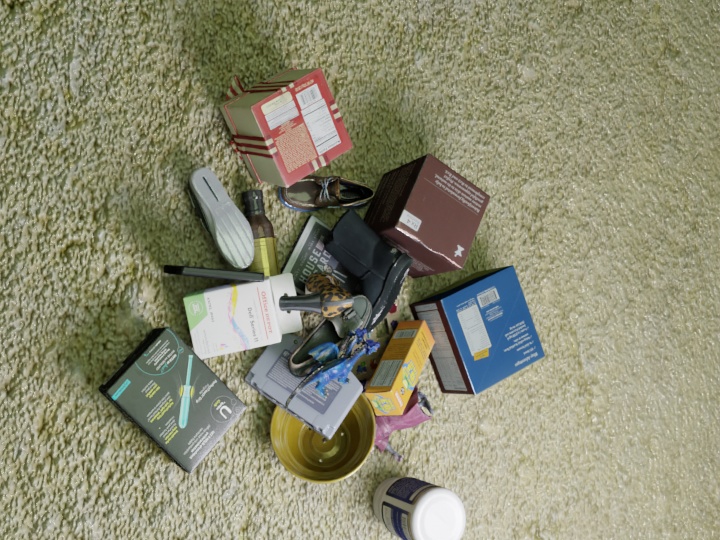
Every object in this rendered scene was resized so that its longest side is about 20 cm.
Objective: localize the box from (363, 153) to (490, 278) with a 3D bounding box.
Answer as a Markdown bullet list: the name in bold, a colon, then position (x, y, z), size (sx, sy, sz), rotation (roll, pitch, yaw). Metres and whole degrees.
- **box**: position (0.120, -0.101, 1.585), size (0.164, 0.199, 0.167), rotation (31, 73, -19)

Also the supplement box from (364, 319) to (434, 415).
- **supplement box**: position (0.079, 0.188, 1.556), size (0.067, 0.068, 0.201), rotation (62, 41, -30)

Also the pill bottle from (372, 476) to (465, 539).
- **pill bottle**: position (0.105, 0.458, 1.521), size (0.113, 0.199, 0.119), rotation (2, 85, -24)

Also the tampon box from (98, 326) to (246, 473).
- **tampon box**: position (-0.326, 0.221, 1.384), size (0.201, 0.126, 0.150), rotation (48, 69, -14)

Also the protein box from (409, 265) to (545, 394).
- **protein box**: position (0.243, 0.124, 1.654), size (0.196, 0.134, 0.204), rotation (-23, 94, -25)

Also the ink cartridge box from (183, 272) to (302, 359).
- **ink cartridge box**: position (-0.209, 0.080, 1.443), size (0.195, 0.067, 0.120), rotation (-12, 95, -3)

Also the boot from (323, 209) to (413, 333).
- **boot**: position (0.000, 0.000, 1.543), size (0.167, 0.202, 0.076), rotation (38, 41, 17)

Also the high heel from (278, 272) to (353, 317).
- **high heel**: position (-0.043, 0.045, 1.464), size (0.199, 0.140, 0.073), rotation (-24, 110, -62)

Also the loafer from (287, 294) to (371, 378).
- **loafer**: position (-0.054, 0.119, 1.465), size (0.072, 0.063, 0.200), rotation (43, 79, 15)

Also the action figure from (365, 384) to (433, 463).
- **action figure**: position (0.043, 0.293, 1.563), size (0.197, 0.135, 0.151), rotation (-26, 58, 1)

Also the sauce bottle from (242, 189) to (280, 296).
- **sauce bottle**: position (-0.190, -0.049, 1.510), size (0.063, 0.064, 0.205), rotation (-6, 86, -25)

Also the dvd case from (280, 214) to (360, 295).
- **dvd case**: position (-0.053, 0.007, 1.589), size (0.198, 0.025, 0.152), rotation (33, 72, -20)

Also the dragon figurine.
- **dragon figurine**: position (-0.058, 0.169, 1.417), size (0.197, 0.101, 0.059), rotation (-19, 48, -29)

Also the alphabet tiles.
- **alphabet tiles**: position (0.008, 0.159, 1.592), size (0.197, 0.007, 0.171), rotation (-13, 96, -32)

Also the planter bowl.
- **planter bowl**: position (-0.070, 0.309, 1.500), size (0.195, 0.084, 0.204), rotation (0, 61, -1)

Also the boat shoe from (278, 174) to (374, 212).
- **boat shoe**: position (-0.063, -0.159, 1.574), size (0.196, 0.072, 0.074), rotation (-4, 86, -25)

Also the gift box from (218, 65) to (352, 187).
- **gift box**: position (-0.143, -0.285, 1.485), size (0.182, 0.186, 0.204), rotation (-28, 112, -22)

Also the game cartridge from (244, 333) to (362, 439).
- **game cartridge**: position (-0.101, 0.206, 1.488), size (0.198, 0.041, 0.134), rotation (31, 69, 15)

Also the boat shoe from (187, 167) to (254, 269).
- **boat shoe**: position (-0.258, -0.094, 1.478), size (0.071, 0.071, 0.203), rotation (-25, 89, -25)

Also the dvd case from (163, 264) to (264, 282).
- **dvd case**: position (-0.260, 0.004, 1.395), size (0.140, 0.199, 0.018), rotation (6, 89, -22)
